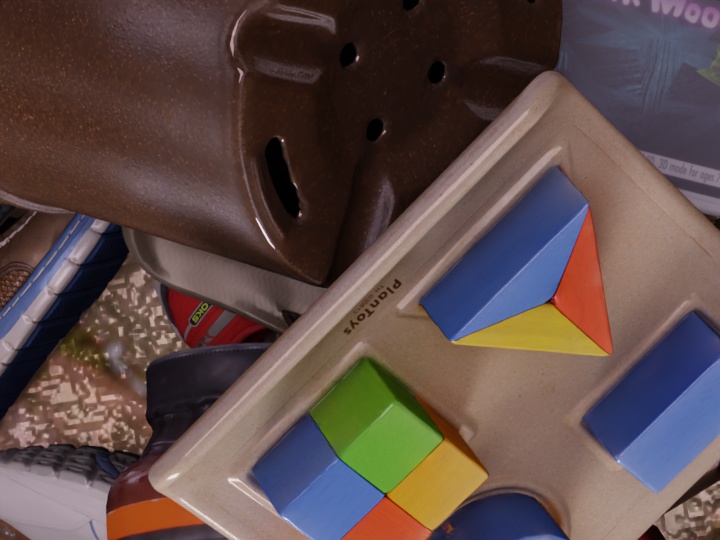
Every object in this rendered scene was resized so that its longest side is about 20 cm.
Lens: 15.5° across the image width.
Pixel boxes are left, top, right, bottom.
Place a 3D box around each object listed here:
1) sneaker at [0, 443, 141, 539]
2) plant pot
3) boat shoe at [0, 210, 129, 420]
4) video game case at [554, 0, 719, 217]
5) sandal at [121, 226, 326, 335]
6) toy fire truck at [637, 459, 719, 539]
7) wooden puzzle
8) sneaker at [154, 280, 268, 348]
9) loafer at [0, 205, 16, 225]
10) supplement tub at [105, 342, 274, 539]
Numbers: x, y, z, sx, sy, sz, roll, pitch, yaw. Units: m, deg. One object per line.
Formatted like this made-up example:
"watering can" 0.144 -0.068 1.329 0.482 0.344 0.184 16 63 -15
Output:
"sneaker" -0.070 0.133 1.058 0.200 0.075 0.087 27 98 7
"plant pot" -0.051 -0.092 0.899 0.198 0.200 0.200 22 94 39
"boat shoe" -0.157 0.011 1.067 0.072 0.072 0.200 38 95 8
"video game case" 0.140 -0.111 0.967 0.200 0.023 0.182 12 95 -27
"sandal" 0.000 0.000 0.990 0.200 0.054 0.080 13 105 11
"toy fire truck" 0.160 0.127 1.012 0.176 0.129 0.200 -33 76 7
"wooden puzzle" 0.055 0.053 0.884 0.185 0.200 0.046 -46 43 6
"sneaker" 0.016 -0.011 1.050 0.200 0.077 0.085 -20 93 18
"loafer" -0.125 -0.100 1.011 0.072 0.063 0.200 27 83 -23
"supplement tub" -0.038 0.130 0.962 0.107 0.107 0.200 -6 76 8
